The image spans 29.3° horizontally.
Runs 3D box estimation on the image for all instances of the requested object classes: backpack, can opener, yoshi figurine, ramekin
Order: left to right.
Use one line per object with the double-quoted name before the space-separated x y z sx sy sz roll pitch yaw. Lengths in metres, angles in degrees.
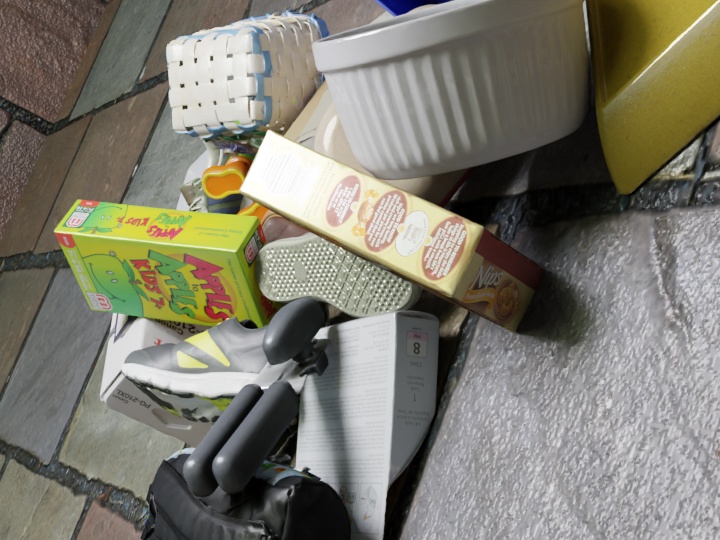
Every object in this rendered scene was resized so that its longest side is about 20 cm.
"backpack" -0.094 0.215 1.067 0.198 0.153 0.166 10 91 39
"can opener" -0.079 0.095 1.054 0.052 0.067 0.201 -11 27 28
"yoshi figurine" -0.108 -0.117 1.489 0.201 0.111 0.113 -62 -13 -51
"ramekin" 0.071 -0.137 0.986 0.200 0.198 0.106 11 118 66

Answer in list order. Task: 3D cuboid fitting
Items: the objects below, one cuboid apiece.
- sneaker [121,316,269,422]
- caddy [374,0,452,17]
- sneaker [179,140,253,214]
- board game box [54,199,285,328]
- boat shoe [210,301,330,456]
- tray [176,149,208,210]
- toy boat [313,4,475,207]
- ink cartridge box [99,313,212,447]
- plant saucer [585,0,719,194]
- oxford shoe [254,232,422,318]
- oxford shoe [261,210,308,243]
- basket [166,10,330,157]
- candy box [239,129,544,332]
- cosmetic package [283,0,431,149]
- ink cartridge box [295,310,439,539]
"sneaker" -0.125 0.084 1.211 0.198 0.075 0.085 4 60 36
"caddy" 0.070 -0.279 1.180 0.141 0.199 0.105 -46 13 30
"sneaker" -0.178 -0.070 1.614 0.067 0.089 0.203 -17 51 58
"board game box" -0.175 -0.004 1.268 0.197 0.102 0.048 7 44 26
"boat shoe" -0.080 0.112 1.238 0.063 0.070 0.202 -26 41 57
"tray" -0.183 -0.129 1.777 0.200 0.022 0.109 -36 36 48
"toy boat" 0.050 -0.112 1.153 0.201 0.130 0.131 -51 -20 -11
"ink cartridge box" -0.173 0.065 1.391 0.084 0.144 0.201 -46 28 32
"plant saucer" 0.220 -0.185 0.936 0.200 0.048 0.202 -44 30 38
"oxford shoe" -0.013 -0.002 1.150 0.199 0.057 0.076 2 101 51
"oxford shoe" -0.054 -0.017 1.323 0.199 0.071 0.074 4 74 65
"basket" -0.086 -0.185 1.372 0.175 0.199 0.141 0 100 42
"candy box" 0.022 -0.029 0.991 0.199 0.115 0.056 27 91 32
"cosmetic package" 0.005 -0.152 1.261 0.105 0.071 0.201 -23 28 53
"ink cartridge box" 0.000 0.141 1.093 0.162 0.056 0.203 -16 72 60
